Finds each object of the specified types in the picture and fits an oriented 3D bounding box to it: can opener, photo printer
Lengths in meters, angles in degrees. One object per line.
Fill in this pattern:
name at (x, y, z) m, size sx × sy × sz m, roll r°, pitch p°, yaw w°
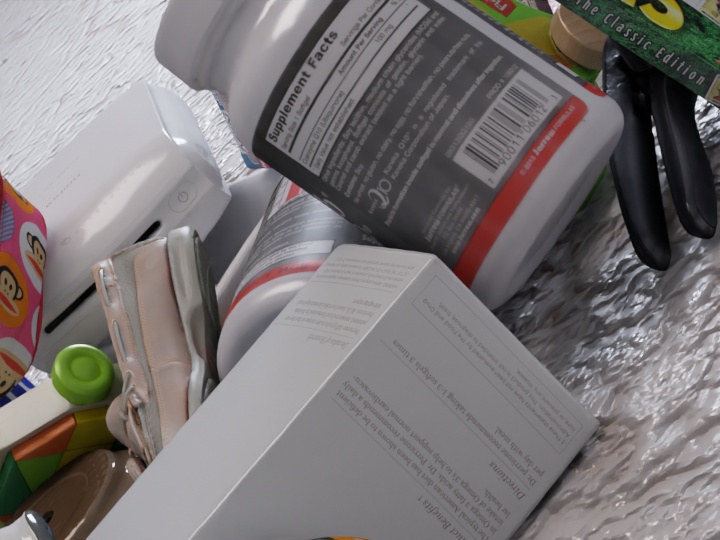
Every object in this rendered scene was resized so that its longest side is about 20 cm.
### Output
can opener at (0.143, -0.070, 1.197) m, size 0.063 × 0.079 × 0.200 m, roll -42°, pitch 30°, yaw 32°
photo printer at (-0.157, -0.026, 1.462) m, size 0.166 × 0.069 × 0.200 m, roll -44°, pitch 18°, yaw 5°

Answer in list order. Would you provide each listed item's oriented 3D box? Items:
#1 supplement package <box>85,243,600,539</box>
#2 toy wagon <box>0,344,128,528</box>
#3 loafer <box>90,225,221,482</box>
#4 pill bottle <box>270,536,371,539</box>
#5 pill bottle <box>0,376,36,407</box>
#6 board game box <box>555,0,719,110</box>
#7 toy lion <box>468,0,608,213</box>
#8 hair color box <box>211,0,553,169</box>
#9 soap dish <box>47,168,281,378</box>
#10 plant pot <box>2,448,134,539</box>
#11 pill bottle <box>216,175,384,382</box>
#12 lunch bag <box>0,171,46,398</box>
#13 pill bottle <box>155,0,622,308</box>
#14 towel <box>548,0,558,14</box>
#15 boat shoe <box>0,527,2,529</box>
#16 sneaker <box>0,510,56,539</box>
supplement package at (-0.014, 0.101, 1.077) m, size 0.200 × 0.117 × 0.117 m, roll -49°, pitch 19°, yaw -13°
toy wagon at (-0.154, 0.096, 1.303) m, size 0.200 × 0.040 × 0.155 m, roll -10°, pitch -32°, yaw -29°
loafer at (-0.100, 0.064, 1.208) m, size 0.063 × 0.072 × 0.200 m, roll -12°, pitch 47°, yaw 5°
pill bottle at (0.004, 0.162, 0.910) m, size 0.116 × 0.116 × 0.200 m, roll -50°, pitch 20°, yaw -13°
pill bottle at (-0.276, 0.088, 1.525) m, size 0.120 × 0.200 × 0.120 m, roll -39°, pitch 20°, yaw 17°
board game box at (0.124, -0.155, 1.193) m, size 0.023 × 0.200 × 0.105 m, roll -50°, pitch 13°, yaw 40°
toy lion at (0.045, -0.103, 1.274) m, size 0.192 × 0.200 × 0.069 m, roll -48°, pitch -11°, yaw -47°
hair color box at (0.005, -0.148, 1.424) m, size 0.200 × 0.100 × 0.061 m, roll -30°, pitch 13°, yaw -18°
soap dish at (-0.085, 0.022, 1.447) m, size 0.200 × 0.081 × 0.157 m, roll -21°, pitch 30°, yaw 51°
plant pot at (-0.132, 0.159, 1.244) m, size 0.201 × 0.093 × 0.201 m, roll -40°, pitch 18°, yaw 16°
pill bottle at (0.000, 0.000, 1.257) m, size 0.116 × 0.116 × 0.200 m, roll -34°, pitch 22°, yaw 29°
lunch bag at (-0.274, 0.037, 1.354) m, size 0.200 × 0.082 × 0.176 m, roll -21°, pitch 43°, yaw 19°
pill bottle at (0.012, -0.082, 1.132) m, size 0.116 × 0.200 × 0.116 m, roll -53°, pitch -9°, yaw -12°
towel at (0.136, -0.181, 1.499) m, size 0.145 × 0.022 × 0.200 m, roll -17°, pitch 33°, yaw 54°
boat shoe at (-0.187, 0.221, 1.172) m, size 0.076 × 0.074 × 0.200 m, roll -59°, pitch -9°, yaw -72°
sneaker at (-0.169, 0.204, 1.093) m, size 0.087 × 0.200 × 0.075 m, roll -10°, pitch 21°, yaw -18°
